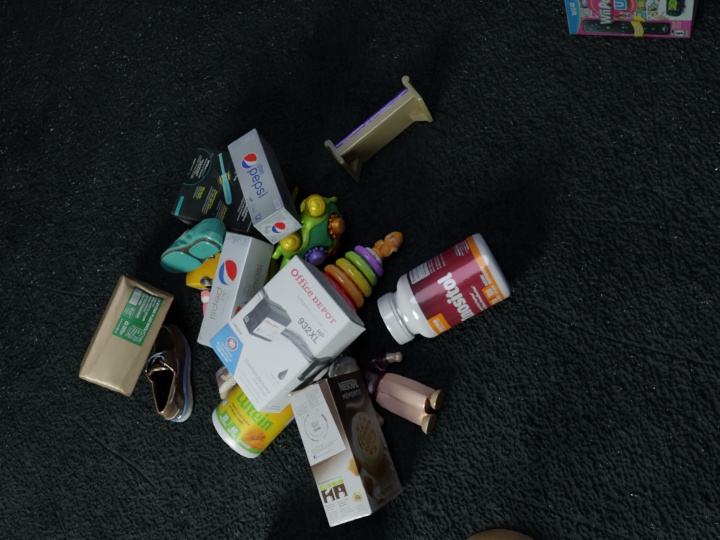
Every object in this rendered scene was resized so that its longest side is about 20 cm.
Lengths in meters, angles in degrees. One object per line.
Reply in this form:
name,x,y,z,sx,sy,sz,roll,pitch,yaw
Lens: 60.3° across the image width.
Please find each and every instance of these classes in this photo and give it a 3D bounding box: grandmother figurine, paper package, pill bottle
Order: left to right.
paper package,-0.451,0.120,1.194,0.190,0.102,0.203,-1,65,67
pill bottle,-0.150,0.212,1.067,0.200,0.111,0.111,-46,60,3
grandmother figurine,0.036,0.190,1.023,0.197,0.061,0.123,16,70,25
pill bottle,0.132,0.036,1.001,0.198,0.113,0.114,-30,62,13

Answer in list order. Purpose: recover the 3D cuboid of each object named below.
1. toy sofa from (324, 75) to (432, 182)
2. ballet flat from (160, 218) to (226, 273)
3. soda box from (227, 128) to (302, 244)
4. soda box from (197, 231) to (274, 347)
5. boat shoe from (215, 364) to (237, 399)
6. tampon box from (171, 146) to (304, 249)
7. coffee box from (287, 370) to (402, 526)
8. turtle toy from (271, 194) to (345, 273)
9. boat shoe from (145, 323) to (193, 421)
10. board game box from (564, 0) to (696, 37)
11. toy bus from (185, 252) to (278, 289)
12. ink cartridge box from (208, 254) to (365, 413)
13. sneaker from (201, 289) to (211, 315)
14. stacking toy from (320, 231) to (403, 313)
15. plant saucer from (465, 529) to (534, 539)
toy sofa,0.029,-0.275,1.176,0.199,0.083,0.098,-38,62,8
ballet flat,-0.307,-0.049,1.161,0.199,0.067,0.071,-20,46,46
soda box,-0.167,-0.148,1.075,0.063,0.068,0.202,-30,56,9
soda box,-0.219,0.040,1.098,0.063,0.068,0.203,13,86,32
boat shoe,-0.191,0.152,1.132,0.200,0.072,0.065,-44,65,11
tampon box,-0.239,-0.136,1.222,0.197,0.126,0.152,14,77,27
coffee box,-0.022,0.269,0.960,0.079,0.114,0.203,-26,77,25
turtle toy,-0.096,-0.048,1.133,0.100,0.146,0.201,35,88,-10
boat shoe,-0.372,0.188,1.199,0.072,0.072,0.202,-28,62,13
board game box,0.442,-0.452,1.014,0.198,0.147,0.065,15,81,28
toy bus,-0.246,0.003,1.203,0.197,0.078,0.066,0,77,24
ink cartridge box,-0.115,0.101,0.978,0.200,0.084,0.145,-44,68,3
sneaker,-0.218,0.081,1.181,0.197,0.073,0.088,-1,85,28
stacking toy,0.000,0.000,1.091,0.200,0.116,0.110,-44,63,-8
plant saucer,0.198,0.470,0.861,0.197,0.035,0.204,-8,69,22
